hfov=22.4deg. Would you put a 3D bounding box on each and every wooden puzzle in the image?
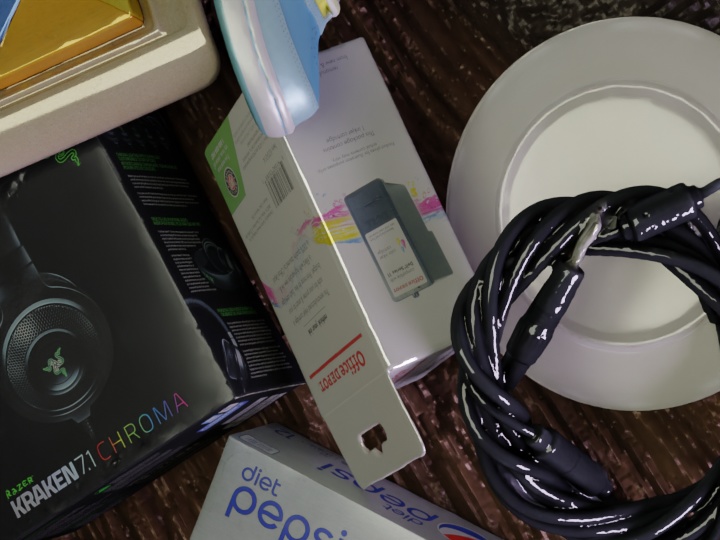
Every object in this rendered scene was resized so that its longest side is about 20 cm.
[{"bbox_3d":[-0.183,-0.158,0.923,0.184,0.037,0.202,-21,83,13],"label":"wooden puzzle"}]

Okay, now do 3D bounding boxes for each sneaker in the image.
[{"bbox_3d":[-0.008,-0.165,0.852,0.129,0.080,0.202,-10,70,4],"label":"sneaker"}]

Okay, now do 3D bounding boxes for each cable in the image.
[{"bbox_3d":[0.128,0.059,0.866,0.162,0.051,0.202,-17,113,-10],"label":"cable"}]

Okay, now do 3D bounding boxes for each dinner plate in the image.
[{"bbox_3d":[0.135,-0.028,0.921,0.198,0.024,0.202,1,92,22],"label":"dinner plate"}]

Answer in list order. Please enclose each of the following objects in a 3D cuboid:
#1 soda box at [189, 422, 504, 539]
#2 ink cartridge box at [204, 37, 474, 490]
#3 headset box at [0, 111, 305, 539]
[{"bbox_3d":[0.013,0.155,0.952,0.199,0.063,0.069,26,101,19],"label":"soda box"},{"bbox_3d":[0.000,0.000,0.921,0.067,0.117,0.201,-21,82,-22],"label":"ink cartridge box"},{"bbox_3d":[-0.159,0.021,0.992,0.173,0.093,0.201,-32,79,19],"label":"headset box"}]
